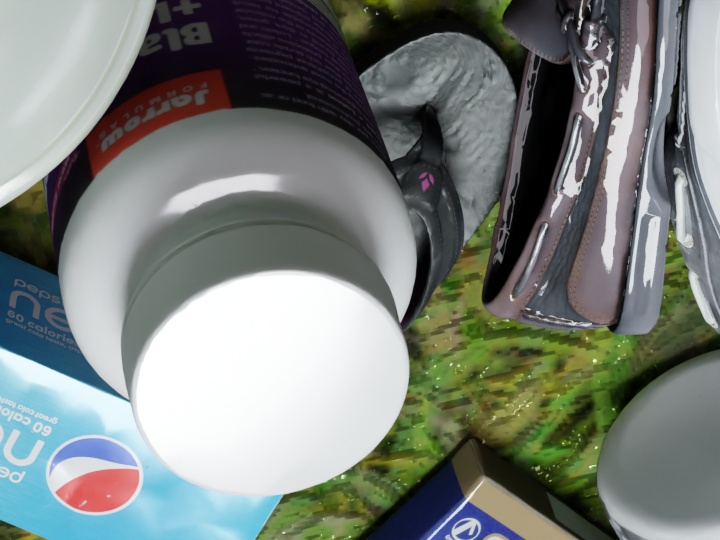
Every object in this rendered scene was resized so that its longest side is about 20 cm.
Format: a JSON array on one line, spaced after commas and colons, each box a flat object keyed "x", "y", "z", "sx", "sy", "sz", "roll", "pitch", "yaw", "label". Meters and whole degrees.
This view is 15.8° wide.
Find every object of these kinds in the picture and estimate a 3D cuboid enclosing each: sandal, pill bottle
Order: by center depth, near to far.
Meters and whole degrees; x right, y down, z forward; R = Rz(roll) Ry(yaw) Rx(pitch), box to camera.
[{"x": -0.044, "y": -0.021, "z": 0.825, "sx": 0.111, "sy": 0.200, "sz": 0.112, "roll": -6, "pitch": 125, "yaw": -9, "label": "pill bottle"}, {"x": 0.001, "y": 0.001, "z": 0.945, "sx": 0.075, "sy": 0.048, "sz": 0.201, "roll": 18, "pitch": 118, "yaw": -24, "label": "sandal"}, {"x": 0.177, "y": 0.132, "z": 1.042, "sx": 0.106, "sy": 0.106, "sz": 0.200, "roll": -26, "pitch": 126, "yaw": 5, "label": "pill bottle"}]

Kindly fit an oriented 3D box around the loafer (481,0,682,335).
[{"x": 0.074, "y": -0.069, "z": 0.891, "sx": 0.063, "sy": 0.072, "sz": 0.200, "roll": -3, "pitch": 114, "yaw": -5, "label": "loafer"}]

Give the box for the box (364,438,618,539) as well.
[{"x": 0.019, "y": 0.169, "z": 1.077, "sx": 0.121, "sy": 0.032, "sz": 0.200, "roll": 35, "pitch": 111, "yaw": -31, "label": "box"}]

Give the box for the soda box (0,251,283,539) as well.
[{"x": -0.125, "y": 0.041, "z": 0.914, "sx": 0.200, "sy": 0.064, "sz": 0.068, "roll": 25, "pitch": 116, "yaw": -14, "label": "soda box"}]

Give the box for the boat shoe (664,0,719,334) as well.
[{"x": 0.136, "y": -0.042, "z": 0.934, "sx": 0.072, "sy": 0.068, "sz": 0.200, "roll": -45, "pitch": 138, "yaw": -21, "label": "boat shoe"}]

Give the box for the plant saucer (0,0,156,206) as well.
[{"x": -0.154, "y": -0.101, "z": 0.732, "sx": 0.200, "sy": 0.050, "sz": 0.200, "roll": -1, "pitch": 99, "yaw": -6, "label": "plant saucer"}]
